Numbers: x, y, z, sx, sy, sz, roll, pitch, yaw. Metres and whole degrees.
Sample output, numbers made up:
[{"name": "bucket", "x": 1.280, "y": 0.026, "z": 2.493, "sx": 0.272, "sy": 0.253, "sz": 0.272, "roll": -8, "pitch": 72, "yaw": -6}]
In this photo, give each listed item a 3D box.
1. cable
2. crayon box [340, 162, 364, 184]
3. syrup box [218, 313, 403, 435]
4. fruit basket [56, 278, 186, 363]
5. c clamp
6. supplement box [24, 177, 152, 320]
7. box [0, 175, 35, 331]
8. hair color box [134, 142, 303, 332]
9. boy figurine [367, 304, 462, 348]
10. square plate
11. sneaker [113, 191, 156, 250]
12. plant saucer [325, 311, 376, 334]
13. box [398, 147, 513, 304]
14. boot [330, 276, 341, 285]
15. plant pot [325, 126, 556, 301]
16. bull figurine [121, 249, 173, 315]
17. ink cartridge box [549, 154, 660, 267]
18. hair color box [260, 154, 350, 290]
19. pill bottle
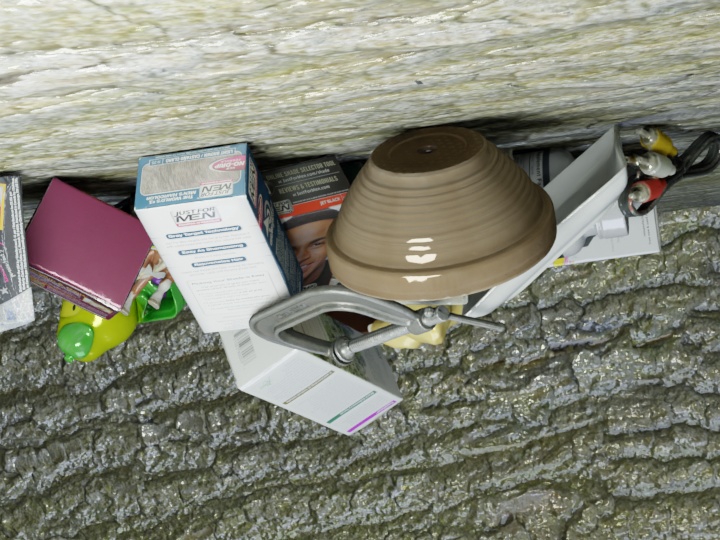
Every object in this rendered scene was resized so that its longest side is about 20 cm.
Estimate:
[{"name": "cable", "x": 0.333, "y": -0.102, "z": 1.502, "sx": 0.199, "sy": 0.098, "sz": 0.050, "roll": -3, "pitch": -164, "yaw": -44}, {"name": "crayon box", "x": -0.047, "y": -0.076, "z": 1.543, "sx": 0.199, "sy": 0.052, "sz": 0.126, "roll": -9, "pitch": 177, "yaw": 32}, {"name": "syrup box", "x": -0.048, "y": 0.097, "z": 1.469, "sx": 0.081, "sy": 0.079, "sz": 0.200, "roll": -35, "pitch": 145, "yaw": 18}, {"name": "fruit basket", "x": -0.312, "y": 0.018, "z": 1.788, "sx": 0.214, "sy": 0.156, "sz": 0.216, "roll": -17, "pitch": -172, "yaw": 2}, {"name": "c clamp", "x": 0.001, "y": 0.054, "z": 1.286, "sx": 0.170, "sy": 0.027, "sz": 0.200, "roll": 20, "pitch": 156, "yaw": -34}, {"name": "supplement box", "x": -0.267, "y": -0.016, "z": 1.376, "sx": 0.110, "sy": 0.086, "sz": 0.200, "roll": 27, "pitch": 170, "yaw": -10}, {"name": "box", "x": -0.375, "y": -0.005, "z": 1.268, "sx": 0.114, "sy": 0.133, "sz": 0.200, "roll": -5, "pitch": 177, "yaw": -28}, {"name": "hair color box", "x": -0.121, "y": -0.025, "z": 1.272, "sx": 0.099, "sy": 0.061, "sz": 0.200, "roll": -7, "pitch": 146, "yaw": 9}, {"name": "boy figurine", "x": 0.061, "y": 0.038, "z": 1.422, "sx": 0.124, "sy": 0.065, "sz": 0.200, "roll": -25, "pitch": -179, "yaw": 10}, {"name": "square plate", "x": 0.176, "y": -0.043, "z": 1.333, "sx": 0.200, "sy": 0.028, "sz": 0.198, "roll": -44, "pitch": -173, "yaw": 17}, {"name": "sneaker", "x": -0.191, "y": -0.054, "z": 1.456, "sx": 0.081, "sy": 0.074, "sz": 0.199, "roll": 2, "pitch": 170, "yaw": -41}, {"name": "plant saucer", "x": -0.044, "y": 0.041, "z": 1.624, "sx": 0.199, "sy": 0.038, "sz": 0.200, "roll": 8, "pitch": -157, "yaw": -3}, {"name": "box", "x": 0.088, "y": -0.045, "z": 1.355, "sx": 0.082, "sy": 0.069, "sz": 0.200, "roll": 0, "pitch": -151, "yaw": 21}, {"name": "boot", "x": 0.000, "y": 0.000, "z": 1.532, "sx": 0.199, "sy": 0.096, "sz": 0.074, "roll": -8, "pitch": 134, "yaw": 39}, {"name": "plant pot", "x": 0.063, "y": -0.061, "z": 1.219, "sx": 0.200, "sy": 0.093, "sz": 0.201, "roll": -9, "pitch": -152, "yaw": 5}, {"name": "bull figurine", "x": -0.228, "y": -0.017, "z": 1.618, "sx": 0.065, "sy": 0.122, "sz": 0.200, "roll": 39, "pitch": 159, "yaw": -13}, {"name": "ink cartridge box", "x": 0.246, "y": -0.069, "z": 1.683, "sx": 0.199, "sy": 0.086, "sz": 0.148, "roll": -9, "pitch": -160, "yaw": 12}, {"name": "hair color box", "x": -0.077, "y": -0.022, "z": 1.411, "sx": 0.101, "sy": 0.061, "sz": 0.200, "roll": -15, "pitch": 151, "yaw": -23}, {"name": "pill bottle", "x": 0.185, "y": -0.069, "z": 1.548, "sx": 0.199, "sy": 0.120, "sz": 0.120, "roll": -7, "pitch": 178, "yaw": 14}]
